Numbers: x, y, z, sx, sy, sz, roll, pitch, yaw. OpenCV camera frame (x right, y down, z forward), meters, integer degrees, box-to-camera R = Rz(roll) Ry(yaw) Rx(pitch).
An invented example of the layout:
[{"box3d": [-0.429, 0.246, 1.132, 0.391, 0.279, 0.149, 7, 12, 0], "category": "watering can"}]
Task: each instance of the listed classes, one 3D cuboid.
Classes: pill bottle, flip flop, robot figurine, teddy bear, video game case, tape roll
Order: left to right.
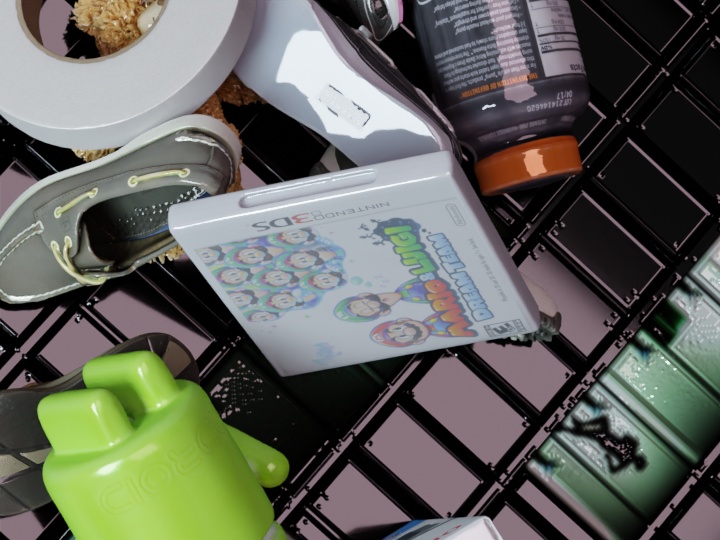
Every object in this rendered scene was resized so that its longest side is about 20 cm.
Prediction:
[{"box3d": [-0.197, 0.098, 1.645, 0.200, 0.058, 0.081, -28, 99, -29], "category": "flip flop"}, {"box3d": [-0.166, -0.176, 1.633, 0.203, 0.037, 0.203, -5, 68, 14], "category": "tape roll"}, {"box3d": [-0.120, 0.149, 1.585, 0.175, 0.116, 0.200, -42, 110, -38], "category": "robot figurine"}, {"box3d": [-0.124, -0.103, 1.674, 0.145, 0.067, 0.200, 7, 82, -13], "category": "teddy bear"}, {"box3d": [0.000, 0.000, 1.596, 0.182, 0.200, 0.024, -11, 58, 15], "category": "video game case"}, {"box3d": [0.092, -0.153, 1.704, 0.106, 0.106, 0.200, -12, 86, -13], "category": "pill bottle"}]

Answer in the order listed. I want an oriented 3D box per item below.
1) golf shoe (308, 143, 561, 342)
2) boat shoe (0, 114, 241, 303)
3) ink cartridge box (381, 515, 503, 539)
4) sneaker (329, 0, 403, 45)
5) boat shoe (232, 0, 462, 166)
[{"box3d": [0.058, -0.025, 1.700, 0.200, 0.077, 0.088, 32, 71, -7], "category": "golf shoe"}, {"box3d": [-0.163, -0.029, 1.609, 0.202, 0.060, 0.072, -28, 122, 25], "category": "boat shoe"}, {"box3d": [0.018, 0.224, 1.596, 0.145, 0.200, 0.084, -30, 90, -14], "category": "ink cartridge box"}, {"box3d": [-0.050, -0.226, 1.708, 0.086, 0.080, 0.200, -35, 81, -5], "category": "sneaker"}, {"box3d": [-0.013, -0.129, 1.664, 0.199, 0.068, 0.074, 37, 110, 8], "category": "boat shoe"}]
